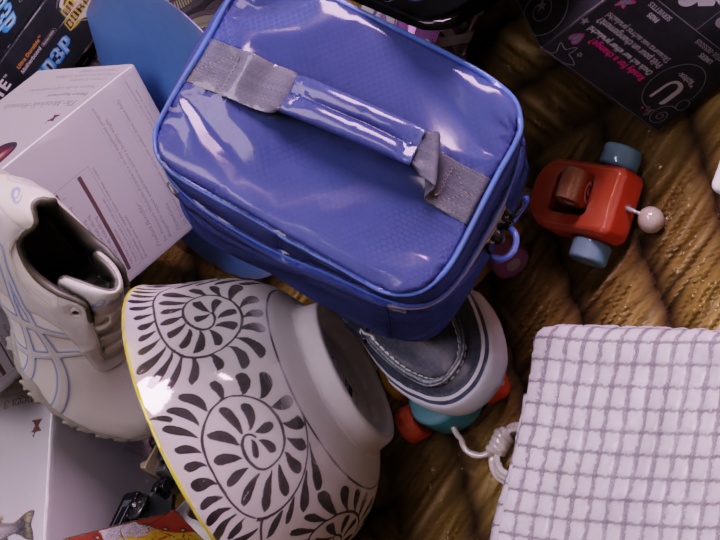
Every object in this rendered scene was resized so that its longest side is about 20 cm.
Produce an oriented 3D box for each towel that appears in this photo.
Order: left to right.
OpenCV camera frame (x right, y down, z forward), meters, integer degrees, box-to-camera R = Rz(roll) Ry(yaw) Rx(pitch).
[{"bbox_3d":[0.153,0.131,1.540,0.165,0.085,0.201,-1,74,41],"label":"towel"}]

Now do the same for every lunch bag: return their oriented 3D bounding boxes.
[{"bbox_3d":[-0.003,-0.056,1.552,0.199,0.132,0.136,26,81,11],"label":"lunch bag"}]

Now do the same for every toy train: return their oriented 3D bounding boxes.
[{"bbox_3d":[-0.104,0.099,1.767,0.046,0.034,0.201,-17,41,58],"label":"toy train"},{"bbox_3d":[0.078,0.011,1.668,0.150,0.056,0.201,18,84,43],"label":"toy train"}]

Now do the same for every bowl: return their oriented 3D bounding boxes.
[{"bbox_3d":[-0.042,0.077,1.660,0.094,0.201,0.201,-28,56,12],"label":"bowl"}]

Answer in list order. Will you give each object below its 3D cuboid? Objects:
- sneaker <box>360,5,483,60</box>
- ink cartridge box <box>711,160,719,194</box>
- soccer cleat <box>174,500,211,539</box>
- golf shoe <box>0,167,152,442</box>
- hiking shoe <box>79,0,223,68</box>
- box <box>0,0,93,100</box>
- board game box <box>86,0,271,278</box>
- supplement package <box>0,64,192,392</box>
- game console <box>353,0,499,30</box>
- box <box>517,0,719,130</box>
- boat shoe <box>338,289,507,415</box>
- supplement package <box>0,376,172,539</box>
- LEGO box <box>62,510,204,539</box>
[{"bbox_3d":[0.041,-0.111,1.744,0.201,0.072,0.114,-54,50,24],"label":"sneaker"},{"bbox_3d":[0.296,-0.090,1.539,0.199,0.047,0.161,16,83,37],"label":"ink cartridge box"},{"bbox_3d":[-0.060,0.192,1.705,0.200,0.069,0.078,34,93,46],"label":"soccer cleat"},{"bbox_3d":[-0.160,0.027,1.688,0.097,0.200,0.078,4,50,51],"label":"golf shoe"},{"bbox_3d":[-0.149,-0.118,1.912,0.200,0.076,0.101,-30,39,25],"label":"hiking shoe"},{"bbox_3d":[-0.228,-0.170,1.958,0.159,0.046,0.200,-51,26,12],"label":"box"},{"bbox_3d":[-0.094,-0.093,1.802,0.039,0.201,0.158,-32,38,-27],"label":"board game box"},{"bbox_3d":[-0.209,-0.023,1.779,0.200,0.110,0.113,-42,25,-31],"label":"supplement package"},{"bbox_3d":[0.034,-0.230,1.571,0.200,0.116,0.177,27,105,39],"label":"game console"},{"bbox_3d":[0.138,-0.201,1.650,0.115,0.132,0.201,-38,52,19],"label":"box"},{"bbox_3d":[0.000,0.000,1.639,0.071,0.091,0.200,-48,49,10],"label":"boat shoe"},{"bbox_3d":[-0.193,0.158,1.793,0.116,0.117,0.201,-13,65,33],"label":"supplement package"},{"bbox_3d":[-0.109,0.260,1.648,0.149,0.077,0.201,40,131,42],"label":"LEGO box"}]
